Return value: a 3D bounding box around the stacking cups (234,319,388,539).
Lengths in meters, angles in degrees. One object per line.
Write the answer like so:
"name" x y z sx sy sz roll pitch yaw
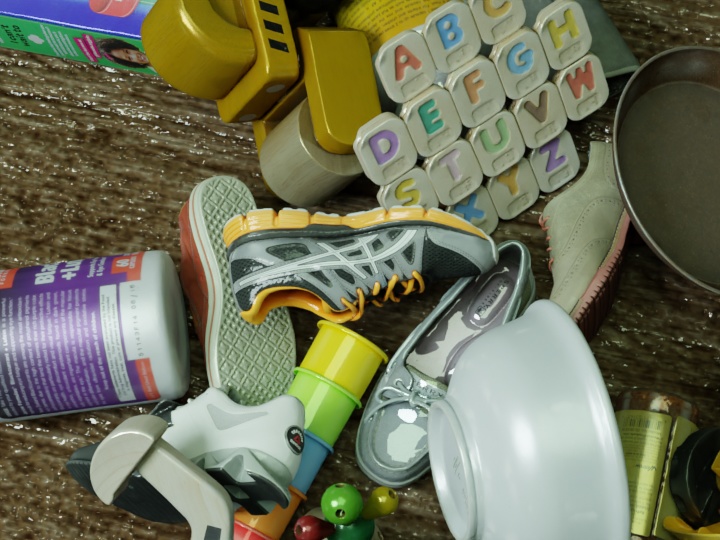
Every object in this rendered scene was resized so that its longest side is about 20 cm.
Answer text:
"stacking cups" -0.053 0.136 1.120 0.060 0.061 0.200 27 79 14

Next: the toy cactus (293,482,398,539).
"toy cactus" 0.013 0.209 1.046 0.165 0.200 0.102 17 71 53

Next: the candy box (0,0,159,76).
"candy box" -0.220 -0.259 1.269 0.199 0.077 0.169 10 70 9

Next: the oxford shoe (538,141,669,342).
"oxford shoe" 0.162 -0.011 1.154 0.075 0.071 0.200 24 62 16

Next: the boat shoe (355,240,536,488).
"boat shoe" 0.063 0.066 1.128 0.074 0.065 0.202 34 75 15

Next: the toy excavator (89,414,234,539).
"toy excavator" -0.091 0.209 1.017 0.194 0.100 0.200 14 103 7

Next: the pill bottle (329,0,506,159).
"pill bottle" 0.039 -0.192 1.205 0.113 0.113 0.200 -20 69 -4

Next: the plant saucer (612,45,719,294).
"plant saucer" 0.264 -0.069 1.146 0.200 0.034 0.201 9 68 -24

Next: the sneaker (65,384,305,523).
"sneaker" -0.119 0.126 1.098 0.200 0.074 0.089 -5 48 32

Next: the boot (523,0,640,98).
"boot" 0.169 -0.235 1.234 0.182 0.073 0.200 -33 63 6

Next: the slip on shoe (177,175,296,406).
"slip on shoe" -0.097 0.031 1.161 0.074 0.061 0.200 -6 78 -32

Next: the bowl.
"bowl" 0.100 0.125 1.024 0.090 0.201 0.202 -10 68 -10

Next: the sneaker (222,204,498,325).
"sneaker" 0.000 0.000 1.112 0.199 0.078 0.077 -2 69 7

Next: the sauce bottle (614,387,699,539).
"sauce bottle" 0.189 0.184 1.074 0.066 0.066 0.200 14 70 9

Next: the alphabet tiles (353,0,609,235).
"alphabet tiles" 0.092 -0.113 1.137 0.200 0.196 0.015 -33 39 -9

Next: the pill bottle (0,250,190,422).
"pill bottle" -0.232 0.052 1.131 0.199 0.111 0.112 -8 68 1

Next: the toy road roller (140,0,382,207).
"toy road roller" -0.079 -0.150 1.157 0.146 0.123 0.200 -7 77 -28

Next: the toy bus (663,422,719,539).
"toy bus" 0.333 0.142 1.046 0.192 0.136 0.200 40 65 -17
